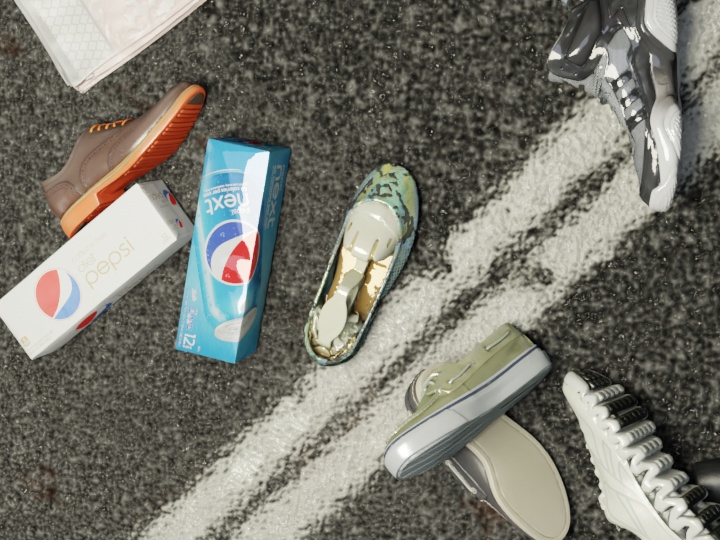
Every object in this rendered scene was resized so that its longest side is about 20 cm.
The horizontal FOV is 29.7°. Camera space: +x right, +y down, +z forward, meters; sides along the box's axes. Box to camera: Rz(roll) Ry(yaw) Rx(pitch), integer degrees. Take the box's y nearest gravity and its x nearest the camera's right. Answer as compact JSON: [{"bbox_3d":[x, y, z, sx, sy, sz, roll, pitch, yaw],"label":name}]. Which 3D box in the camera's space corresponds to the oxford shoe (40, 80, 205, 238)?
[{"bbox_3d":[-0.230,-0.119,1.292,0.200,0.071,0.073,-42,82,16],"label":"oxford shoe"}]

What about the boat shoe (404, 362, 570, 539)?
[{"bbox_3d":[0.116,0.173,1.260,0.200,0.073,0.063,49,148,-2],"label":"boat shoe"}]

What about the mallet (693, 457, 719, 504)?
[{"bbox_3d":[0.355,0.260,1.215,0.065,0.041,0.202,-17,97,19],"label":"mallet"}]

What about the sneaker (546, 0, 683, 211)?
[{"bbox_3d":[0.220,-0.150,1.175,0.112,0.075,0.203,-2,91,15],"label":"sneaker"}]

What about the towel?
[{"bbox_3d":[-0.253,-0.303,1.293,0.190,0.032,0.201,-34,89,15],"label":"towel"}]

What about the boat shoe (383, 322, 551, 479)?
[{"bbox_3d":[0.086,0.114,1.201,0.062,0.199,0.072,46,142,19],"label":"boat shoe"}]

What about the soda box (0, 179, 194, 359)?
[{"bbox_3d":[-0.257,-0.001,1.316,0.199,0.064,0.068,-38,87,16],"label":"soda box"}]

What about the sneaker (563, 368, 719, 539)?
[{"bbox_3d":[0.233,0.177,1.190,0.081,0.075,0.201,-48,63,29],"label":"sneaker"}]

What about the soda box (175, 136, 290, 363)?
[{"bbox_3d":[-0.120,-0.021,1.277,0.063,0.068,0.203,12,100,12],"label":"soda box"}]

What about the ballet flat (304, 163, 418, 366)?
[{"bbox_3d":[0.000,0.000,1.251,0.073,0.074,0.202,21,101,10],"label":"ballet flat"}]
